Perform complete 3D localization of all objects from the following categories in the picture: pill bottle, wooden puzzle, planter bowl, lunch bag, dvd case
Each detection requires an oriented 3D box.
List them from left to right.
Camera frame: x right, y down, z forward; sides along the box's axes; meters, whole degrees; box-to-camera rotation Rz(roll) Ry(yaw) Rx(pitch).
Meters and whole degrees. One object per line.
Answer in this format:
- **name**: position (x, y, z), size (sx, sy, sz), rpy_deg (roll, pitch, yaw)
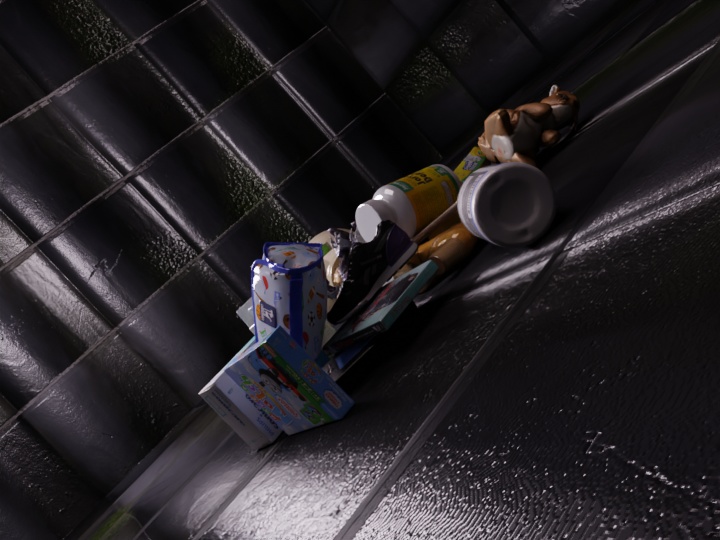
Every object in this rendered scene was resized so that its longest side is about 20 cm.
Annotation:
- **lunch bag**: position (-0.113, 0.052, 1.088), size (0.123, 0.171, 0.200), rpy_deg (-2, 15, -7)
- **planter bowl**: position (-0.028, 0.005, 1.514), size (0.200, 0.200, 0.135), rpy_deg (-44, 16, -13)
- **dvd case**: position (0.027, 0.063, 1.066), size (0.146, 0.022, 0.200), rpy_deg (-47, 7, -32)
- **pill bottle**: position (0.091, -0.119, 1.265), size (0.199, 0.113, 0.113), rpy_deg (-27, -4, -31)
- **wooden puzzle**: position (0.174, -0.085, 1.262), size (0.185, 0.037, 0.200), rpy_deg (-18, -23, -51)
- **pill bottle**: position (0.201, -0.097, 0.971), size (0.114, 0.114, 0.200), rpy_deg (-42, 5, 5)

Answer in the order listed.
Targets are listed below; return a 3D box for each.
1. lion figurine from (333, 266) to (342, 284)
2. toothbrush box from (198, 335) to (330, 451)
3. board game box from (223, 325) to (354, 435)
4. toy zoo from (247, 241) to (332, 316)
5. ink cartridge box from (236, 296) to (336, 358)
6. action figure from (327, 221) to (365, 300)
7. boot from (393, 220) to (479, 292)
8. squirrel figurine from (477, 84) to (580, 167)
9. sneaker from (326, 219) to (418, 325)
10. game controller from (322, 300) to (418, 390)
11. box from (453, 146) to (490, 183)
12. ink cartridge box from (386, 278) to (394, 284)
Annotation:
- **lion figurine**: position (0.040, -0.018, 1.383), size (0.122, 0.073, 0.200), rpy_deg (1, -26, -41)
- **toothbrush box**: position (-0.163, 0.195, 1.205), size (0.085, 0.146, 0.200), rpy_deg (-37, 9, 50)
- **board game box**: position (-0.112, 0.170, 0.994), size (0.037, 0.151, 0.200), rpy_deg (-47, 7, -32)
- **toy zoo**: position (-0.137, 0.021, 1.273), size (0.131, 0.020, 0.200), rpy_deg (-38, 5, 28)
- **ink cartridge box**: position (-0.141, 0.115, 1.364), size (0.067, 0.200, 0.117), rpy_deg (-37, 8, 43)
- **action figure**: position (-0.022, 0.003, 1.316), size (0.130, 0.069, 0.201), rpy_deg (-25, 49, 32)
- **boot**: position (0.148, -0.034, 1.191), size (0.144, 0.071, 0.201), rpy_deg (-39, 6, -26)
- **squirrel figurine**: position (0.344, -0.293, 1.363), size (0.186, 0.142, 0.200), rpy_deg (-38, 7, -11)
- **sneaker**: position (0.000, 0.000, 1.136), size (0.200, 0.088, 0.076), rpy_deg (-46, 8, -11)
- **game controller**: position (0.008, 0.116, 1.056), size (0.200, 0.042, 0.104), rpy_deg (-43, 21, -1)
- **box**: position (0.223, -0.169, 1.413), size (0.200, 0.048, 0.118), rpy_deg (-47, -34, -47)
- **ink cartridge box**: position (0.014, 0.085, 1.301), size (0.200, 0.048, 0.145), rpy_deg (-44, 5, -37)
